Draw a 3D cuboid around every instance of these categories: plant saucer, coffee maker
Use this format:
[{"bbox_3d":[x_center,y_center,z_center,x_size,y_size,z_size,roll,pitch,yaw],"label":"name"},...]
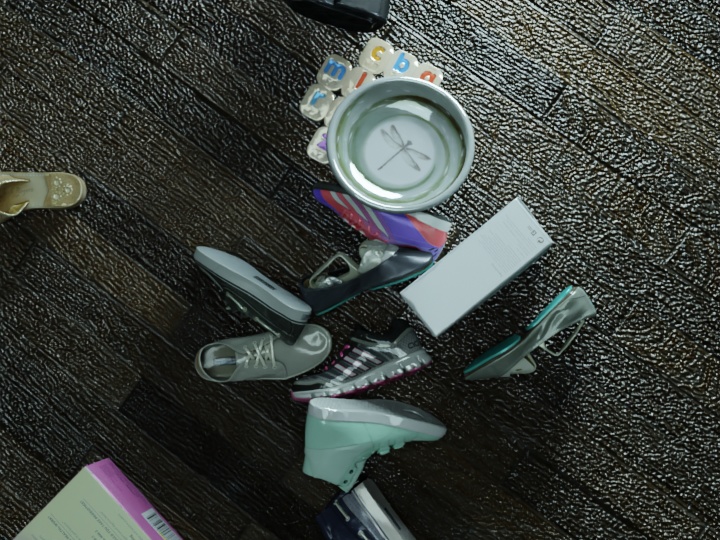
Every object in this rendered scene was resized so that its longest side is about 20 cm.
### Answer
[{"bbox_3d":[0.053,-0.164,1.480,0.199,0.050,0.201,0,71,-1],"label":"plant saucer"},{"bbox_3d":[0.010,-0.433,1.487,0.192,0.135,0.201,11,90,7],"label":"coffee maker"}]

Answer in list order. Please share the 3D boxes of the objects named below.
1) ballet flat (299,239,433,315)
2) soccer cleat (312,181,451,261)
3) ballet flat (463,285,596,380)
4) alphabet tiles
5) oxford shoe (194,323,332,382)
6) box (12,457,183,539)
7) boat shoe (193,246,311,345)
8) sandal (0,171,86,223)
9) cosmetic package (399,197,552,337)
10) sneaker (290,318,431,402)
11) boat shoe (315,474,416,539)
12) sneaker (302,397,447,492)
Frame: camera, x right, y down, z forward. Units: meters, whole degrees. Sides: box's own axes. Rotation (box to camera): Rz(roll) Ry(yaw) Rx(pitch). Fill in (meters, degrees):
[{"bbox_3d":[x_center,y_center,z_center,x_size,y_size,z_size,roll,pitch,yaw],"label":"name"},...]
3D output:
[{"bbox_3d":[0.000,0.000,1.481,0.200,0.073,0.073,-23,85,25],"label":"ballet flat"},{"bbox_3d":[0.022,-0.069,1.507,0.199,0.068,0.073,18,94,5],"label":"soccer cleat"},{"bbox_3d":[0.232,0.102,1.472,0.200,0.067,0.064,-39,91,5],"label":"ballet flat"},{"bbox_3d":[0.020,-0.219,1.532,0.200,0.015,0.196,28,86,8],"label":"alphabet tiles"},{"bbox_3d":[-0.138,0.118,1.524,0.199,0.058,0.075,-9,83,5],"label":"oxford shoe"},{"bbox_3d":[-0.377,0.398,1.525,0.176,0.097,0.200,45,93,7],"label":"box"},{"bbox_3d":[-0.160,0.034,1.513,0.200,0.071,0.064,33,105,24],"label":"boat shoe"},{"bbox_3d":[-0.508,-0.111,1.575,0.211,0.070,0.078,-7,87,7],"label":"sandal"},{"bbox_3d":[0.155,-0.001,1.463,0.200,0.113,0.081,-38,84,3],"label":"cosmetic package"},{"bbox_3d":[-0.006,0.122,1.501,0.199,0.074,0.088,-20,78,8],"label":"sneaker"},{"bbox_3d":[0.023,0.383,1.490,0.093,0.075,0.200,-38,75,9],"label":"boat shoe"},{"bbox_3d":[0.014,0.239,1.478,0.200,0.074,0.119,8,101,-20],"label":"sneaker"}]
